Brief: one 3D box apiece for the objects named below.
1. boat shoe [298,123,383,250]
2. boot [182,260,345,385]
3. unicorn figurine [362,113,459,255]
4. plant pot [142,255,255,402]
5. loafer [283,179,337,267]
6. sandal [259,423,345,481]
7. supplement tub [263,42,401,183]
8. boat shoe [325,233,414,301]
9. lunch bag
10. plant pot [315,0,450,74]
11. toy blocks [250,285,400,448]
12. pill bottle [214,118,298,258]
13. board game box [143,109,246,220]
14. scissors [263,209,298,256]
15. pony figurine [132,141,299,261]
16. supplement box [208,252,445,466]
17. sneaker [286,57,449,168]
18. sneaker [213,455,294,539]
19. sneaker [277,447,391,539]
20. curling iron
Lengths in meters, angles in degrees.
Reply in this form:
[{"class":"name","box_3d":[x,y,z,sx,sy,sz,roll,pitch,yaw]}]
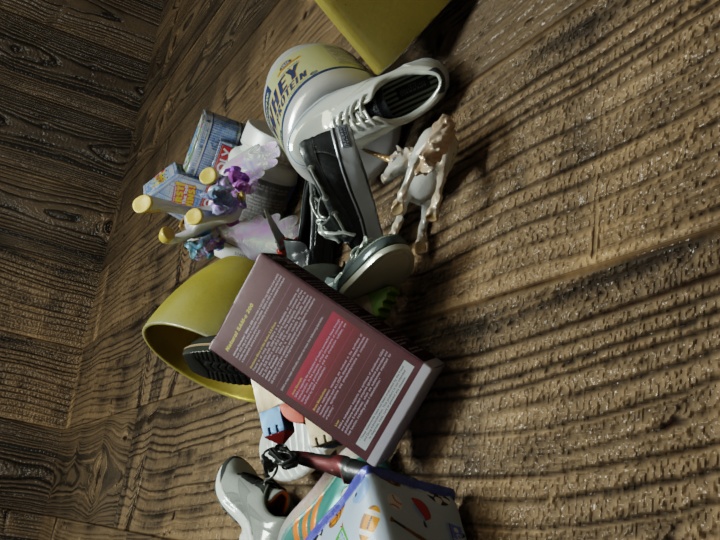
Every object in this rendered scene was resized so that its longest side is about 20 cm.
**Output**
[{"class":"boat shoe","box_3d":[-0.018,-0.066,0.991,0.200,0.067,0.074,70,-175,-53]},{"class":"boot","box_3d":[-0.108,0.059,1.132,0.078,0.197,0.140,78,-167,-53]},{"class":"unicorn figurine","box_3d":[0.059,-0.093,0.961,0.200,0.073,0.139,-36,35,59]},{"class":"plant pot","box_3d":[-0.174,0.066,1.261,0.200,0.199,0.143,-29,32,58]},{"class":"loafer","box_3d":[-0.069,-0.023,1.200,0.068,0.070,0.204,12,87,66]},{"class":"sandal","box_3d":[-0.039,0.177,1.041,0.202,0.049,0.083,-38,55,35]},{"class":"supplement tub","box_3d":[-0.042,-0.199,1.159,0.147,0.143,0.200,-66,25,18]},{"class":"boat shoe","box_3d":[0.000,0.000,0.960,0.200,0.072,0.063,122,133,-65]},{"class":"lunch bag","box_3d":[0.011,0.294,0.758,0.201,0.123,0.171,-53,31,25]},{"class":"plant pot","box_3d":[-0.001,-0.382,1.047,0.194,0.199,0.196,-45,30,11]},{"class":"toy blocks","box_3d":[-0.032,0.117,0.954,0.198,0.100,0.139,-21,72,18]},{"class":"pill bottle","box_3d":[-0.161,-0.118,1.417,0.202,0.112,0.114,-66,25,17]},{"class":"board game box","box_3d":[-0.234,-0.140,1.486,0.202,0.197,0.062,-67,24,17]},{"class":"scissors","box_3d":[-0.103,-0.029,1.212,0.074,0.014,0.200,-63,-15,-1]},{"class":"pony figurine","box_3d":[-0.188,-0.084,1.284,0.191,0.200,0.169,-21,79,12]},{"class":"supplement box","box_3d":[-0.033,0.081,0.883,0.110,0.199,0.061,-59,-14,9]},{"class":"sneaker","box_3d":[0.004,-0.174,1.012,0.198,0.074,0.071,-30,5,9]},{"class":"sneaker","box_3d":[-0.119,0.282,1.132,0.080,0.073,0.200,-60,31,8]},{"class":"sneaker","box_3d":[-0.029,0.265,0.925,0.202,0.071,0.080,-61,22,25]},{"class":"curling iron","box_3d":[-0.021,0.191,0.876,0.198,0.049,0.026,2,109,40]}]
